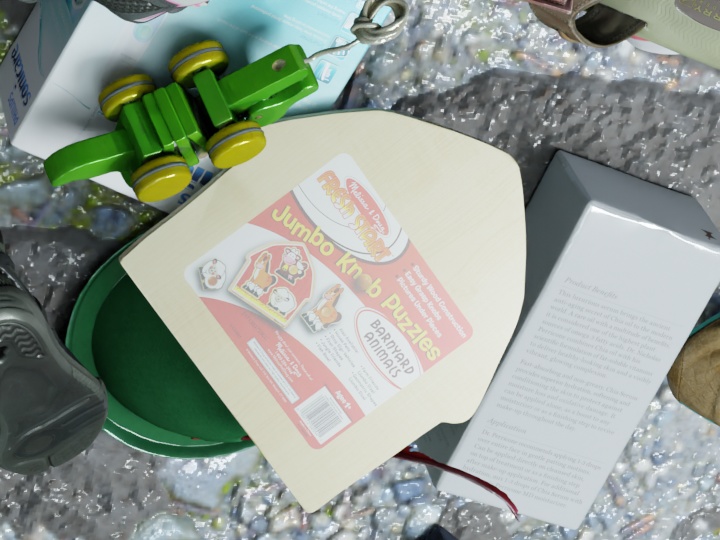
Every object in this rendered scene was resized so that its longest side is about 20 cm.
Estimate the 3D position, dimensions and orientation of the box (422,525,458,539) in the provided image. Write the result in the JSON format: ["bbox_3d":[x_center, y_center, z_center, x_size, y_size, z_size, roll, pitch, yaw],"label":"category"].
[{"bbox_3d":[0.058,0.294,1.698,0.182,0.104,0.200,-41,121,12],"label":"box"}]

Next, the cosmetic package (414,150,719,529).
[{"bbox_3d":[0.120,0.042,1.588,0.101,0.071,0.200,18,113,-23],"label":"cosmetic package"}]

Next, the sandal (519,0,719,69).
[{"bbox_3d":[0.130,-0.144,1.377,0.200,0.057,0.080,17,133,-5],"label":"sandal"}]

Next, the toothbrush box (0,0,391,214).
[{"bbox_3d":[-0.079,-0.135,1.425,0.146,0.085,0.200,22,111,-25],"label":"toothbrush box"}]

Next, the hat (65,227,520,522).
[{"bbox_3d":[-0.053,0.073,1.497,0.200,0.176,0.166,-26,124,1],"label":"hat"}]

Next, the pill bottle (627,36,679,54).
[{"bbox_3d":[0.141,-0.217,1.422,0.109,0.109,0.200,-33,122,6],"label":"pill bottle"}]

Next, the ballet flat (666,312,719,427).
[{"bbox_3d":[0.270,0.022,1.611,0.200,0.072,0.068,-40,145,9],"label":"ballet flat"}]

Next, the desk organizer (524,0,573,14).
[{"bbox_3d":[0.019,-0.197,1.277,0.199,0.072,0.077,16,145,-6],"label":"desk organizer"}]

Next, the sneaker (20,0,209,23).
[{"bbox_3d":[-0.086,-0.161,1.329,0.199,0.081,0.086,7,138,-15],"label":"sneaker"}]

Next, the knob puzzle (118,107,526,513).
[{"bbox_3d":[0.000,0.000,1.449,0.219,0.030,0.221,-2,103,-10],"label":"knob puzzle"}]

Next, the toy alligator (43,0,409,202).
[{"bbox_3d":[-0.064,-0.084,1.382,0.199,0.059,0.054,-25,165,0],"label":"toy alligator"}]

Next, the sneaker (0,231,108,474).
[{"bbox_3d":[-0.201,0.035,1.507,0.076,0.114,0.200,-29,150,-2],"label":"sneaker"}]
